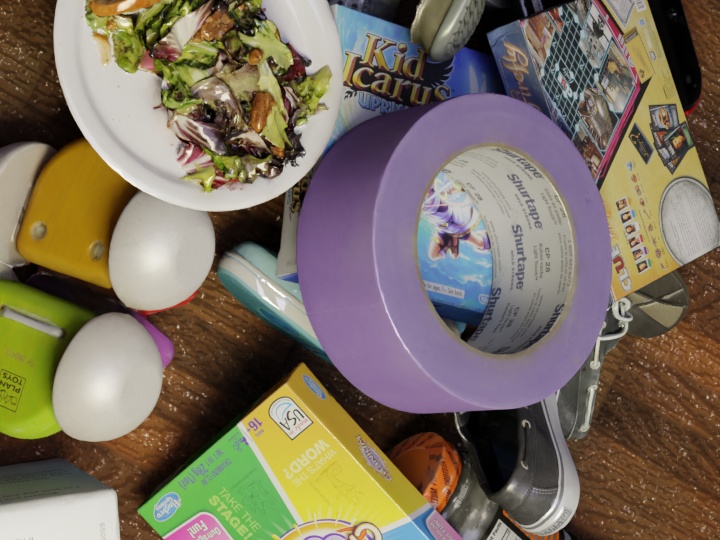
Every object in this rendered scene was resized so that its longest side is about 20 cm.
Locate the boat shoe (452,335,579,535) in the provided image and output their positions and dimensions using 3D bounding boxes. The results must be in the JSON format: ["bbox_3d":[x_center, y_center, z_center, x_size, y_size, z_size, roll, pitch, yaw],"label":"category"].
[{"bbox_3d":[0.092,0.101,1.488,0.066,0.200,0.070,31,117,-30],"label":"boat shoe"}]

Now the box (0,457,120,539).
[{"bbox_3d":[-0.259,0.238,1.380,0.198,0.131,0.201,-7,98,-23],"label":"box"}]

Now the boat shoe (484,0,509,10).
[{"bbox_3d":[0.047,-0.267,1.507,0.200,0.062,0.075,48,67,-24],"label":"boat shoe"}]

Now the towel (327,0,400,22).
[{"bbox_3d":[-0.061,-0.160,1.441,0.199,0.035,0.193,8,103,-40],"label":"towel"}]

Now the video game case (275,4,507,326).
[{"bbox_3d":[0.042,-0.066,1.458,0.199,0.045,0.182,14,74,-36],"label":"video game case"}]

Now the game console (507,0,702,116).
[{"bbox_3d":[0.166,-0.191,1.545,0.177,0.031,0.201,-20,94,-41],"label":"game console"}]

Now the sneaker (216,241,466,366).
[{"bbox_3d":[0.000,0.000,1.505,0.200,0.079,0.131,33,83,-32],"label":"sneaker"}]

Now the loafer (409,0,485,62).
[{"bbox_3d":[0.058,-0.236,1.442,0.069,0.075,0.201,11,76,7],"label":"loafer"}]

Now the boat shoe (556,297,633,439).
[{"bbox_3d":[0.160,0.036,1.552,0.068,0.074,0.200,4,111,-14],"label":"boat shoe"}]

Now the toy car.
[{"bbox_3d":[-0.175,0.019,1.401,0.150,0.175,0.201,30,80,-60],"label":"toy car"}]

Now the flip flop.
[{"bbox_3d":[0.174,-0.035,1.587,0.081,0.058,0.200,-33,114,20],"label":"flip flop"}]

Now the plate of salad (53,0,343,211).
[{"bbox_3d":[-0.094,-0.137,1.339,0.199,0.048,0.201,6,77,-29],"label":"plate of salad"}]

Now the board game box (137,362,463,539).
[{"bbox_3d":[-0.029,0.184,1.456,0.153,0.040,0.200,-41,94,23],"label":"board game box"}]

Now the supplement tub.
[{"bbox_3d":[0.090,0.214,1.536,0.200,0.122,0.123,44,77,-20],"label":"supplement tub"}]

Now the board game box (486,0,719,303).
[{"bbox_3d":[0.172,-0.090,1.486,0.135,0.035,0.201,-24,97,-41],"label":"board game box"}]

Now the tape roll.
[{"bbox_3d":[0.062,-0.009,1.384,0.199,0.085,0.201,4,83,-37],"label":"tape roll"}]
